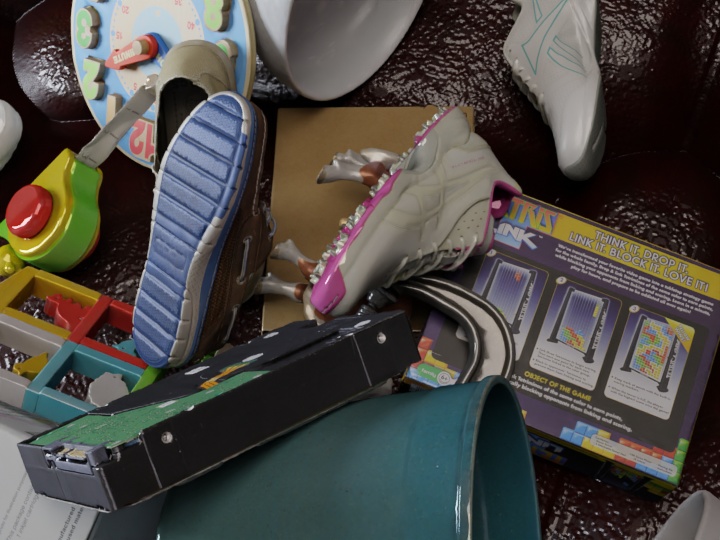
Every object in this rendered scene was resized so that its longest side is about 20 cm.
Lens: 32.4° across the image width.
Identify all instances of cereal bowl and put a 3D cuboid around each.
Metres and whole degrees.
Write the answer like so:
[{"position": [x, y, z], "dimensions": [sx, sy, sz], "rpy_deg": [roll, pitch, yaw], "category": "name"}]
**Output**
[{"position": [-0.024, -0.240, 0.972], "dimensions": [0.083, 0.200, 0.200], "rpy_deg": [32, 69, 21], "category": "cereal bowl"}]

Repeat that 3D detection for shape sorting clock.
[{"position": [-0.160, -0.177, 0.966], "dimensions": [0.200, 0.201, 0.039], "rpy_deg": [41, 37, 21], "category": "shape sorting clock"}]

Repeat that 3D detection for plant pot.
[{"position": [-0.005, 0.166, 0.697], "dimensions": [0.187, 0.200, 0.201], "rpy_deg": [-5, 62, 18], "category": "plant pot"}]

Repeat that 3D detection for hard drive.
[{"position": [-0.081, 0.077, 0.705], "dimensions": [0.199, 0.139, 0.038], "rpy_deg": [-22, 96, -32], "category": "hard drive"}]

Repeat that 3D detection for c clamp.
[{"position": [0.001, 0.077, 0.821], "dimensions": [0.170, 0.027, 0.200], "rpy_deg": [36, 76, 9], "category": "c clamp"}]

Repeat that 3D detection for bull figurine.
[{"position": [0.000, 0.000, 0.892], "dimensions": [0.121, 0.065, 0.201], "rpy_deg": [30, 68, 0], "category": "bull figurine"}]

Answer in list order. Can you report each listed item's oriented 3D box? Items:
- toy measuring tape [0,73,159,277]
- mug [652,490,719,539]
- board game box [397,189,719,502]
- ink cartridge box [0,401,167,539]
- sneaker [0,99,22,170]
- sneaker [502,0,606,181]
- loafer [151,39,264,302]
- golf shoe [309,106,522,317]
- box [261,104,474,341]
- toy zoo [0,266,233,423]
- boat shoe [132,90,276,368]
[{"position": [-0.207, -0.059, 0.940], "dimensions": [0.200, 0.073, 0.074], "rpy_deg": [-43, 66, 12], "category": "toy measuring tape"}, {"position": [0.231, 0.251, 0.766], "dimensions": [0.153, 0.187, 0.149], "rpy_deg": [31, 36, 8], "category": "mug"}, {"position": [0.147, 0.048, 0.883], "dimensions": [0.199, 0.057, 0.166], "rpy_deg": [22, 67, 5], "category": "board game box"}, {"position": [-0.236, 0.136, 0.818], "dimensions": [0.199, 0.146, 0.083], "rpy_deg": [22, 85, 14], "category": "ink cartridge box"}, {"position": [-0.370, -0.102, 0.975], "dimensions": [0.199, 0.100, 0.078], "rpy_deg": [-16, 64, -5], "category": "sneaker"}, {"position": [0.157, -0.154, 0.997], "dimensions": [0.080, 0.071, 0.201], "rpy_deg": [-4, 57, 11], "category": "sneaker"}, {"position": [-0.119, -0.065, 0.910], "dimensions": [0.075, 0.068, 0.201], "rpy_deg": [-6, 105, 14], "category": "loafer"}, {"position": [0.042, -0.029, 0.821], "dimensions": [0.091, 0.075, 0.200], "rpy_deg": [41, 52, -1], "category": "golf shoe"}, {"position": [0.009, -0.040, 0.966], "dimensions": [0.162, 0.021, 0.201], "rpy_deg": [0, 64, 4], "category": "box"}, {"position": [-0.202, 0.058, 0.874], "dimensions": [0.199, 0.021, 0.131], "rpy_deg": [22, 31, 3], "category": "toy zoo"}, {"position": [-0.101, -0.029, 0.857], "dimensions": [0.072, 0.201, 0.072], "rpy_deg": [37, 26, 34], "category": "boat shoe"}]
